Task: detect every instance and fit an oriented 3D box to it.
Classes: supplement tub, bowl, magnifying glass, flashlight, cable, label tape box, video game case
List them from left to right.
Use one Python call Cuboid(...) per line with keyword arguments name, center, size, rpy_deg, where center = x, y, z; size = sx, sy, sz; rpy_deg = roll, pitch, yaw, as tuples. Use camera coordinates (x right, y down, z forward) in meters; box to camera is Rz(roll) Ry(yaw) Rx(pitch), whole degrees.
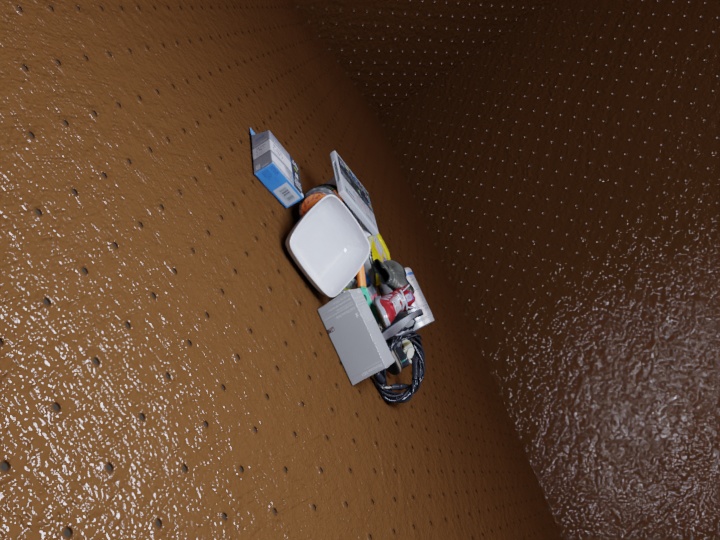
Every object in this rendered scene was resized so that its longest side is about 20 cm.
Cuboid(name="label tape box", center=(-0.222, -0.288, 1.568), size=(0.144, 0.062, 0.204), rpy_deg=(47, 22, -45))
Cuboid(name="supplement tub", center=(-0.102, -0.169, 1.623), size=(0.125, 0.120, 0.200), rpy_deg=(59, 10, -7))
Cuboid(name="bowl", center=(-0.088, -0.061, 1.477), size=(0.201, 0.074, 0.202), rpy_deg=(-49, 115, -27))
Cuboid(name="video game case", center=(-0.018, -0.221, 1.710), size=(0.200, 0.023, 0.185), rpy_deg=(47, 23, -43))
Cuboid(name="magnifying glass", center=(0.007, 0.065, 1.526), size=(0.078, 0.022, 0.207), rpy_deg=(10, 66, -46))
Cuboid(name="flashlight", center=(0.056, 0.141, 1.752), size=(0.204, 0.067, 0.068), rpy_deg=(61, 14, -4))
Cuboid(name="cable", center=(0.115, 0.251, 1.590), size=(0.199, 0.050, 0.165), rpy_deg=(-42, 102, -34))
Cuboid(name="supplement tub", center=(0.155, 0.107, 2.020), size=(0.205, 0.129, 0.131), rpy_deg=(65, 16, 9))

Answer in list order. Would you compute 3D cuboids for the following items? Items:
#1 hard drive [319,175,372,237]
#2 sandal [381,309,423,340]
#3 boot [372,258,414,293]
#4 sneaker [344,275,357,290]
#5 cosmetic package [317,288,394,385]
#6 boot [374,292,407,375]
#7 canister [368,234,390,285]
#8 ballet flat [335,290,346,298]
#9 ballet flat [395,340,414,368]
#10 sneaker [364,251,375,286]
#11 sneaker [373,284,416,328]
Cuboid(name="hard drive", center=(-0.064, -0.163, 1.750), size=(0.205, 0.129, 0.026), rpy_deg=(63, 17, 5))
Cuboid(name="sandal", center=(0.093, 0.159, 1.541), size=(0.197, 0.076, 0.044), rpy_deg=(-30, 88, -37))
Cuboid(name="boot", center=(0.082, 0.000, 1.761), size=(0.130, 0.068, 0.201), rpy_deg=(39, 11, -33))
Cuboid(name="sneaker", center=(-0.079, -0.027, 1.602), size=(0.074, 0.077, 0.201), rpy_deg=(-4, 47, -49))
Cuboid(name="cosmetic package", center=(-0.010, 0.159, 1.435), size=(0.205, 0.105, 0.090), rpy_deg=(63, 19, 9))
Cuboid(name="boot", center=(0.086, 0.174, 1.681), size=(0.149, 0.073, 0.203), rpy_deg=(-34, 90, -42))
Cuboid(name="canister", center=(0.032, -0.046, 1.958), size=(0.151, 0.085, 0.201), rpy_deg=(60, 17, -15))
Cuboid(name="ballet flat", center=(-0.009, 0.146, 1.548), size=(0.205, 0.066, 0.064), rpy_deg=(65, -15, 0))
Cuboid(name="ballet flat", center=(0.138, 0.252, 1.836), size=(0.075, 0.072, 0.200), rpy_deg=(59, 15, -5))
Cuboid(name="sneaker", center=(0.000, 0.000, 1.786), size=(0.204, 0.087, 0.080), rpy_deg=(76, 13, -45))
Cuboid(name="sneaker", center=(0.094, 0.090, 1.546), size=(0.200, 0.109, 0.074), rpy_deg=(-96, 168, -81))
